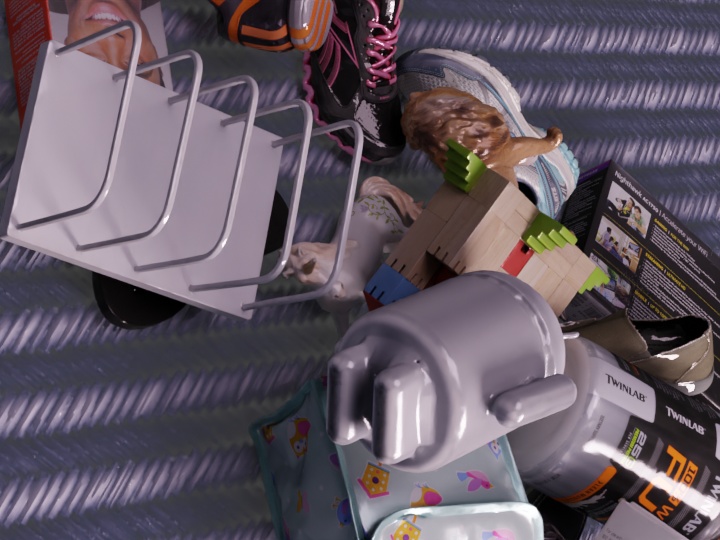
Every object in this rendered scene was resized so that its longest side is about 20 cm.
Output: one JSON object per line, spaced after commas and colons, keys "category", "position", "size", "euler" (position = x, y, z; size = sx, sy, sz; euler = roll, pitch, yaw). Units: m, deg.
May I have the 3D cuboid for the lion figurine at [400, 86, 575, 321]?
{"category": "lion figurine", "position": [0.102, -0.051, 1.465], "size": [0.122, 0.072, 0.201], "euler": [-9, 86, -30]}

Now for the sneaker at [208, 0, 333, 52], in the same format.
{"category": "sneaker", "position": [-0.068, -0.262, 1.411], "size": [0.078, 0.112, 0.201], "euler": [62, 39, -60]}

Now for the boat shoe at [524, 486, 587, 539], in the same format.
{"category": "boat shoe", "position": [0.135, 0.229, 1.427], "size": [0.072, 0.065, 0.200], "euler": [52, 47, -8]}

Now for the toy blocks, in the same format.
{"category": "toy blocks", "position": [0.089, 0.010, 1.381], "size": [0.137, 0.100, 0.200], "euler": [-53, 140, -1]}

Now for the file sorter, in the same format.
{"category": "file sorter", "position": [-0.112, -0.064, 1.228], "size": [0.200, 0.124, 0.139], "euler": [21, 71, -36]}

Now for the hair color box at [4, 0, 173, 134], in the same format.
{"category": "hair color box", "position": [-0.196, -0.175, 1.317], "size": [0.101, 0.061, 0.201], "euler": [2, 73, -40]}

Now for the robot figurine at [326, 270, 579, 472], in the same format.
{"category": "robot figurine", "position": [0.062, 0.066, 1.254], "size": [0.200, 0.169, 0.113], "euler": [-20, 124, -44]}

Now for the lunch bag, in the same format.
{"category": "lunch bag", "position": [0.032, 0.178, 1.311], "size": [0.170, 0.122, 0.200], "euler": [0, 61, -37]}

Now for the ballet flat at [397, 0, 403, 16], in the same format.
{"category": "ballet flat", "position": [0.012, -0.304, 1.540], "size": [0.066, 0.057, 0.201], "euler": [28, 51, -65]}

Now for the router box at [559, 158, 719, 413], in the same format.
{"category": "router box", "position": [0.255, 0.021, 1.624], "size": [0.200, 0.051, 0.149], "euler": [40, 50, -21]}

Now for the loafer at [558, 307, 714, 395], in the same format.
{"category": "loafer", "position": [0.201, 0.060, 1.511], "size": [0.199, 0.070, 0.075], "euler": [-1, 37, -18]}

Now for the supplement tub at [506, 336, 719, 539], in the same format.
{"category": "supplement tub", "position": [0.215, 0.144, 1.444], "size": [0.200, 0.122, 0.123], "euler": [28, 56, -23]}

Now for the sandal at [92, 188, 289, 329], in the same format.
{"category": "sandal", "position": [-0.115, -0.021, 1.332], "size": [0.200, 0.045, 0.075], "euler": [-31, 95, -43]}

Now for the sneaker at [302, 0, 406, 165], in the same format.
{"category": "sneaker", "position": [0.000, -0.185, 1.464], "size": [0.079, 0.095, 0.201], "euler": [-13, 82, -45]}

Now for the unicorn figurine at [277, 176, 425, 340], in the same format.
{"category": "unicorn figurine", "position": [0.000, 0.000, 1.411], "size": [0.137, 0.074, 0.200], "euler": [46, 30, -20]}

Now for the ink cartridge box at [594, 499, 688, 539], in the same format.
{"category": "ink cartridge box", "position": [0.207, 0.296, 1.378], "size": [0.145, 0.084, 0.200], "euler": [36, 88, -29]}

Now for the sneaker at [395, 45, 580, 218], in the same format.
{"category": "sneaker", "position": [0.102, -0.106, 1.532], "size": [0.200, 0.078, 0.086], "euler": [38, 55, -22]}
